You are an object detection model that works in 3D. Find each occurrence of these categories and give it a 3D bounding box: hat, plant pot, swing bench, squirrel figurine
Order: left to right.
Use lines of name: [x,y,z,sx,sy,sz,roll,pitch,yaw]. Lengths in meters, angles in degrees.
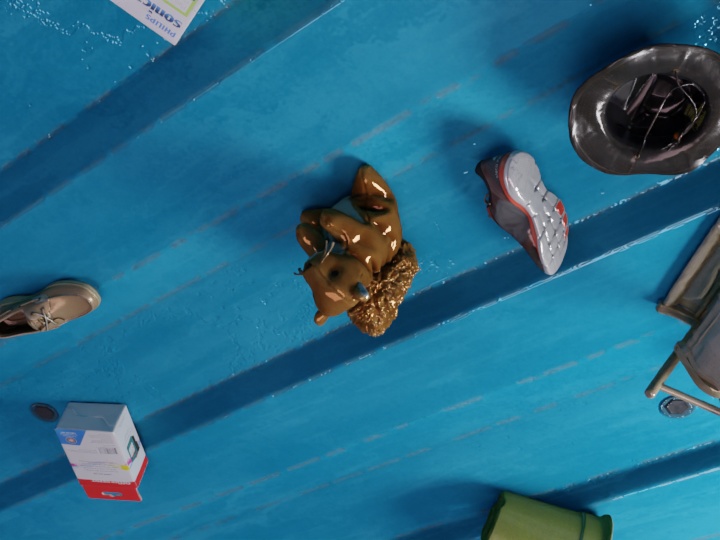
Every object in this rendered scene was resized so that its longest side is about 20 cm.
squirrel figurine: [0.000,0.000,1.258,0.141,0.187,0.200,-27,121,29]
plant pot: [0.310,0.478,1.632,0.189,0.200,0.201,25,132,6]
hat: [0.339,-0.202,1.094,0.199,0.081,0.202,1,136,1]
swing bench: [0.474,0.059,1.204,0.129,0.201,0.200,23,132,5]

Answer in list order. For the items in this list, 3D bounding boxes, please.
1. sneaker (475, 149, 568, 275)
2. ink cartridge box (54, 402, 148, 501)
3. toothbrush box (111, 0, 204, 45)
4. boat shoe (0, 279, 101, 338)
sneaker: [0.213,-0.079,1.244,0.081,0.077,0.201,6,137,43]
ink cartridge box: [-0.465,0.334,1.714,0.115,0.068,0.201,1,131,10]
toothbrush box: [-0.210,-0.379,1.039,0.145,0.086,0.200,34,130,-18]
boat shoe: [-0.503,0.070,1.496,0.199,0.065,0.072,-15,126,22]
